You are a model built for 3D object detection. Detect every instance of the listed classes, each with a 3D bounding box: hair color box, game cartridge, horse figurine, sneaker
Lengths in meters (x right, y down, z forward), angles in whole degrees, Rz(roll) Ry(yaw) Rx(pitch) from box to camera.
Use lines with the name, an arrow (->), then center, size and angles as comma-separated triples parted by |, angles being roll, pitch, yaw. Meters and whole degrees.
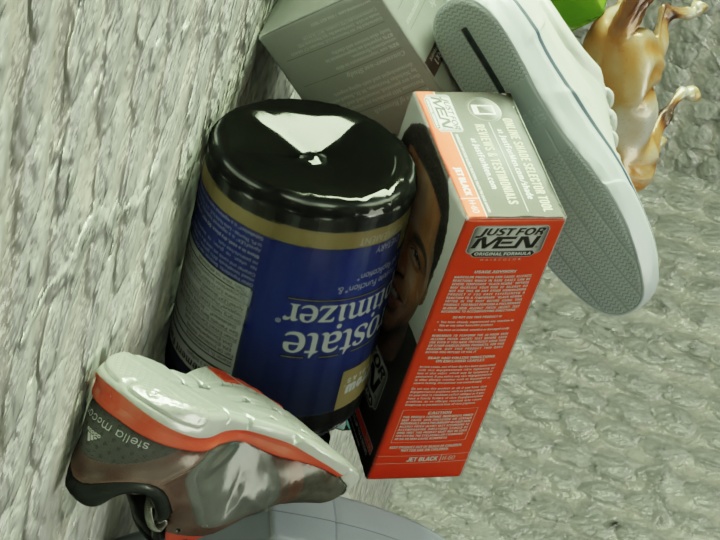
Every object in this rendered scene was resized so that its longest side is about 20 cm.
hair color box -> 0.042, 0.010, 1.570 | 0.102, 0.061, 0.200 | -111, -150, -42
game cartridge -> -0.028, 0.168, 1.629 | 0.200, 0.133, 0.041 | 28, 55, -51
horse figurine -> 0.158, -0.102, 1.666 | 0.133, 0.050, 0.200 | -47, 146, -46
sneaker -> -0.081, 0.097, 1.446 | 0.200, 0.077, 0.082 | 22, 101, -53
sneaker -> 0.115, -0.074, 1.583 | 0.073, 0.200, 0.071 | -16, -165, 45

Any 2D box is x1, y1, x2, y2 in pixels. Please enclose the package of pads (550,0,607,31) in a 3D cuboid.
package of pads -> 0.078, -0.244, 1.657 | 0.200, 0.068, 0.155 | 59, 25, -19

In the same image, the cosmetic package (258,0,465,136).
cosmetic package -> 0.039, -0.095, 1.630 | 0.090, 0.200, 0.107 | -23, -151, 31

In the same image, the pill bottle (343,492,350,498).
pill bottle -> -0.077, 0.202, 1.778 | 0.200, 0.112, 0.112 | -66, 171, -55

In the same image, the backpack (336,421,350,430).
backpack -> 0.000, 0.000, 1.770 | 0.200, 0.153, 0.176 | 68, 44, -70

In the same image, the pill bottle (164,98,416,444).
pill bottle -> -0.043, 0.018, 1.549 | 0.112, 0.112, 0.200 | -65, 170, -57
